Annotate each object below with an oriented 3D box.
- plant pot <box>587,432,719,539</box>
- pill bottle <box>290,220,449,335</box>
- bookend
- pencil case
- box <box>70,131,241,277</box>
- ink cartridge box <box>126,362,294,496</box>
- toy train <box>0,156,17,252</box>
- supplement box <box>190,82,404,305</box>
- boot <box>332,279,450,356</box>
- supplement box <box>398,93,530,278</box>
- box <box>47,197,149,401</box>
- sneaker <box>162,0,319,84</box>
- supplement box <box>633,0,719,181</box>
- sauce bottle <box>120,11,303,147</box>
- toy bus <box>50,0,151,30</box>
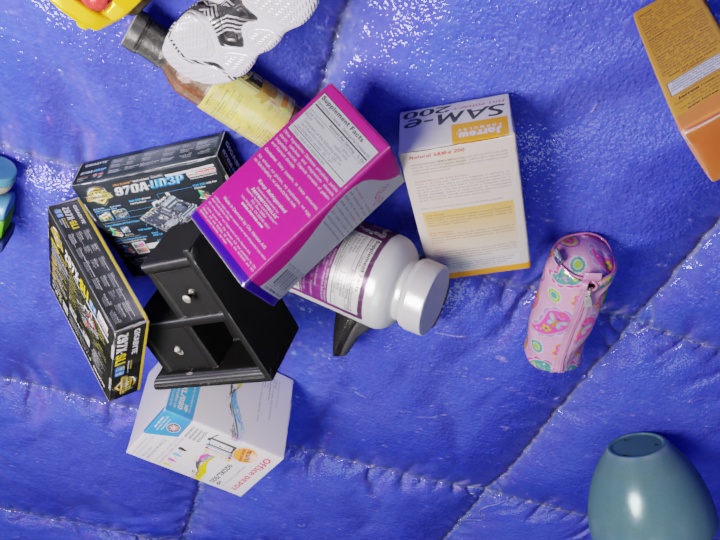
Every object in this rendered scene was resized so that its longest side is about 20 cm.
[{"bbox_3d":[0.447,0.338,1.217,0.196,0.200,0.138,-13,98,18],"label":"plant pot"},{"bbox_3d":[0.000,0.000,0.904,0.197,0.113,0.114,22,140,20],"label":"pill bottle"},{"bbox_3d":[-0.210,0.038,0.942,0.195,0.093,0.202,-8,126,29],"label":"bookend"},{"bbox_3d":[0.267,0.046,0.992,0.085,0.089,0.203,5,137,0],"label":"pencil case"},{"bbox_3d":[-0.226,-0.074,0.945,0.195,0.047,0.161,-9,134,15],"label":"box"},{"bbox_3d":[-0.222,0.220,1.171,0.197,0.147,0.147,28,131,-23],"label":"ink cartridge box"},{"bbox_3d":[-0.513,-0.106,0.923,0.196,0.085,0.117,21,124,-15],"label":"toy train"},{"bbox_3d":[-0.061,-0.076,0.804,0.199,0.104,0.101,-41,162,0],"label":"supplement box"},{"bbox_3d":[0.040,0.062,1.045,0.129,0.071,0.201,12,140,-14],"label":"boot"},{"bbox_3d":[0.122,-0.088,0.876,0.123,0.075,0.202,-7,136,12],"label":"supplement box"},{"bbox_3d":[-0.333,0.039,0.968,0.049,0.201,0.161,-19,151,-34],"label":"box"},{"bbox_3d":[-0.099,-0.253,0.712,0.197,0.117,0.075,-19,133,40],"label":"sneaker"},{"bbox_3d":[0.301,-0.174,0.681,0.068,0.203,0.066,-31,126,28],"label":"supplement box"},{"bbox_3d":[-0.150,-0.195,0.802,0.198,0.067,0.066,31,131,-26],"label":"sauce bottle"},{"bbox_3d":[-0.213,-0.271,0.642,0.198,0.195,0.135,-29,128,32],"label":"toy bus"}]
